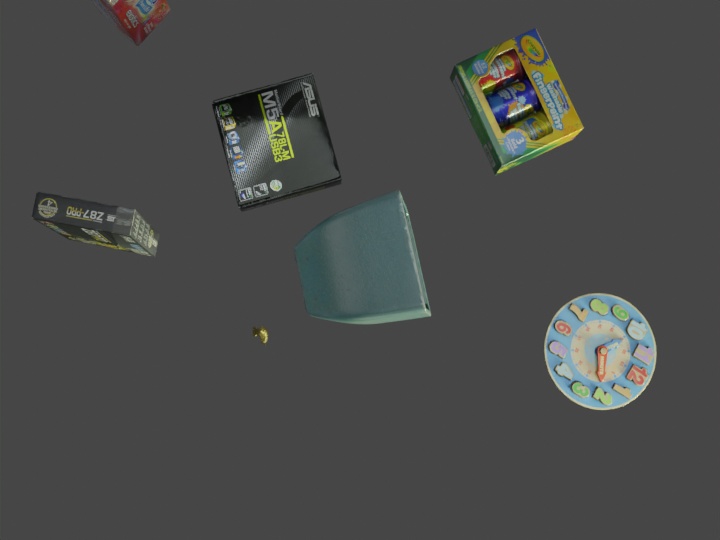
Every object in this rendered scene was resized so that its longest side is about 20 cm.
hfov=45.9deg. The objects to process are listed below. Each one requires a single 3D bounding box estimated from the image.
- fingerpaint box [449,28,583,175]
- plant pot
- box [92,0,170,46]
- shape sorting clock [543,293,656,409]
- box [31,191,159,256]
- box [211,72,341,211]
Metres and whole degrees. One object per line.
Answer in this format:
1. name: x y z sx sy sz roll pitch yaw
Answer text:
1. fingerpaint box: 0.277 -0.301 1.522 0.164 0.073 0.203 -24 85 -4
2. plant pot: 0.000 0.000 1.425 0.196 0.196 0.200 -14 84 6
3. box: -0.408 -0.483 1.457 0.099 0.200 0.096 41 85 3
4. shape sorting clock: 0.420 0.141 1.491 0.196 0.039 0.204 0 83 -2
5. box: -0.431 -0.074 1.408 0.158 0.200 0.050 9 81 -2
6. box: -0.148 -0.227 1.513 0.189 0.048 0.204 -15 84 -1
